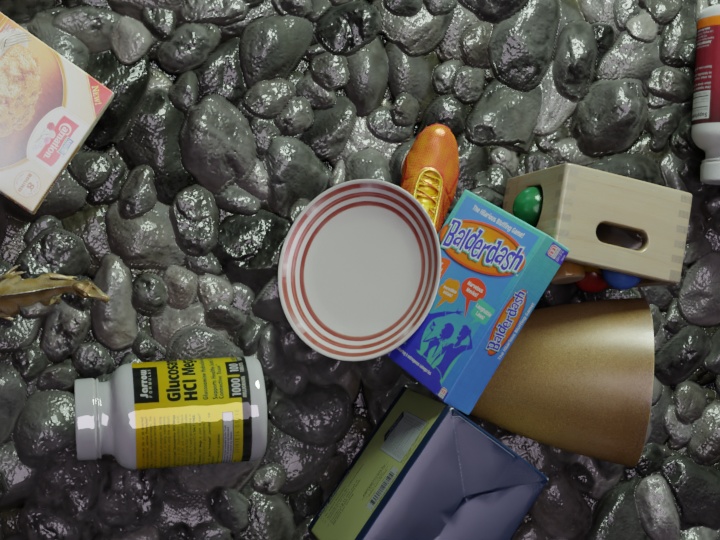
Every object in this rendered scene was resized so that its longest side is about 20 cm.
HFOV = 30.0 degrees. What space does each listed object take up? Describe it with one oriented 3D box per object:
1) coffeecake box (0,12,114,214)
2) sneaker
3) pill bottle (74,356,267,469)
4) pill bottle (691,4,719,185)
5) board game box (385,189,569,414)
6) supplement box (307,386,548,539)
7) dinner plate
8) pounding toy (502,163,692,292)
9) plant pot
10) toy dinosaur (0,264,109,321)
[{"bbox_3d":[-0.385,-0.179,1.412,0.199,0.073,0.154,35,83,-11],"label":"coffeecake box"},{"bbox_3d":[0.072,-0.066,1.506,0.072,0.077,0.202,15,87,-12],"label":"sneaker"},{"bbox_3d":[-0.203,0.153,1.433,0.198,0.112,0.114,-3,91,-12],"label":"pill bottle"},{"bbox_3d":[0.444,-0.202,1.562,0.112,0.113,0.202,3,90,-12],"label":"pill bottle"},{"bbox_3d":[0.113,0.030,1.424,0.045,0.152,0.201,30,93,-36],"label":"board game box"},{"bbox_3d":[0.066,0.252,1.444,0.134,0.200,0.201,37,84,-11],"label":"supplement box"},{"bbox_3d":[0.000,0.000,1.473,0.198,0.024,0.202,-4,80,25],"label":"dinner plate"},{"bbox_3d":[0.228,-0.029,1.498,0.198,0.184,0.144,12,84,-17],"label":"pounding toy"},{"bbox_3d":[0.212,0.118,1.500,0.198,0.186,0.188,3,90,2],"label":"plant pot"},{"bbox_3d":[-0.366,0.026,1.403,0.198,0.101,0.059,-12,93,-11],"label":"toy dinosaur"}]
